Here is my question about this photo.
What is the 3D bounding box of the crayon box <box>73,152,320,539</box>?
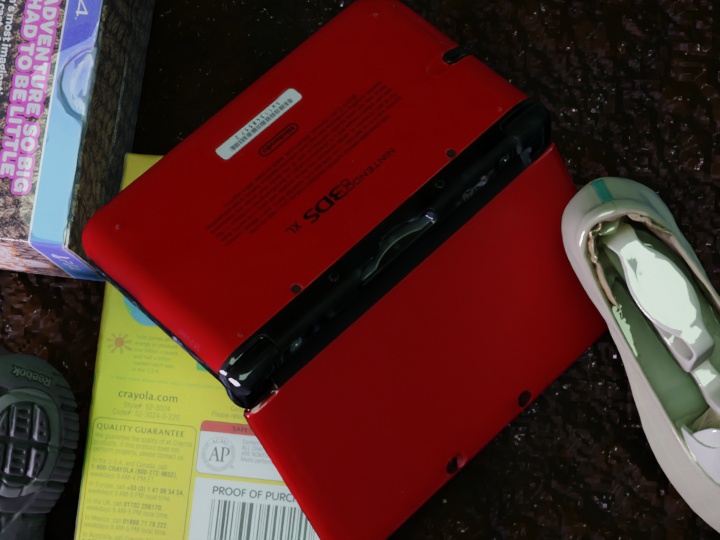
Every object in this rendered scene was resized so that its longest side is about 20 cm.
[{"bbox_3d":[-0.062,0.049,1.018,0.126,0.051,0.201,6,81,6],"label":"crayon box"}]

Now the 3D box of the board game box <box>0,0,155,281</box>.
[{"bbox_3d":[-0.216,-0.090,1.035,0.199,0.097,0.160,7,81,7],"label":"board game box"}]

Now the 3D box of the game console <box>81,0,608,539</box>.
[{"bbox_3d":[0.000,0.000,0.987,0.200,0.119,0.172,-41,63,-20],"label":"game console"}]

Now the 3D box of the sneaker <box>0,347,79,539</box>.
[{"bbox_3d":[-0.186,0.128,1.009,0.076,0.091,0.201,7,100,-34],"label":"sneaker"}]

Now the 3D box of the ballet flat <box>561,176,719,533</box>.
[{"bbox_3d":[0.155,0.048,0.963,0.069,0.069,0.200,-33,96,-1],"label":"ballet flat"}]
